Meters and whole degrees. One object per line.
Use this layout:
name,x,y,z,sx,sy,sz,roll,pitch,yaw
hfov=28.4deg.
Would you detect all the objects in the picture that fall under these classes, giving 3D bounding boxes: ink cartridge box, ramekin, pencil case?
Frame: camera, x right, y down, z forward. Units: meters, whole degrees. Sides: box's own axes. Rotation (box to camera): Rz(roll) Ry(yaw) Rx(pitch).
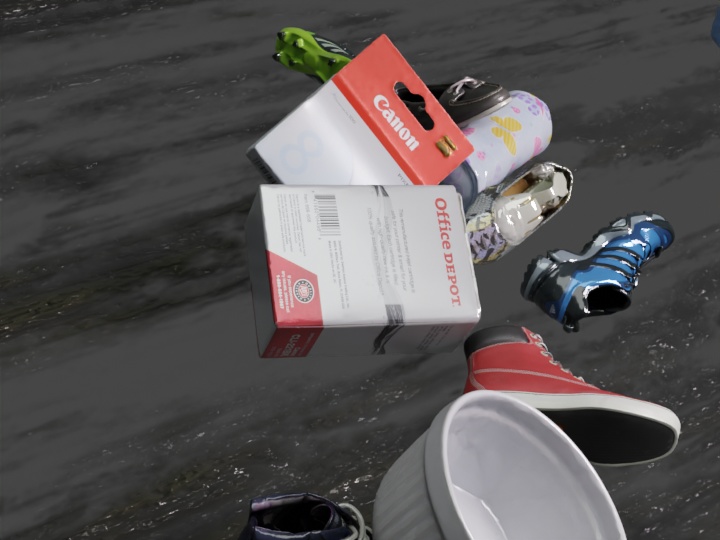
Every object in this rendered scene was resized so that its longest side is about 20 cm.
ink cartridge box,0.000,0.000,1.345,0.198,0.084,0.146,-1,65,-16
ink cartridge box,0.008,-0.121,1.442,0.200,0.047,0.160,-42,99,-14
ramekin,0.100,0.202,1.077,0.199,0.105,0.201,32,36,-26
pencil case,0.140,-0.132,1.604,0.083,0.091,0.200,48,45,3

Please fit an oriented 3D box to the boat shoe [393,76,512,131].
boat shoe,0.093,-0.189,1.597,0.067,0.057,0.199,-31,12,-27

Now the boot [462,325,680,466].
boot,0.193,0.105,1.320,0.198,0.073,0.145,8,35,0

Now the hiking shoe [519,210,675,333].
hiking shoe,0.259,0.007,1.476,0.199,0.075,0.087,-25,57,-27

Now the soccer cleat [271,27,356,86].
soccer cleat,-0.022,-0.240,1.719,0.081,0.068,0.200,-11,41,-45

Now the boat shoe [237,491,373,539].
boat shoe,-0.003,0.221,1.085,0.198,0.093,0.075,2,37,-15

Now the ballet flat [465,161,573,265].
ballet flat,0.173,-0.070,1.532,0.072,0.073,0.200,28,38,21

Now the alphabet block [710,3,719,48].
alphabet block,0.632,-0.357,1.953,0.198,0.198,0.196,-3,41,-20
